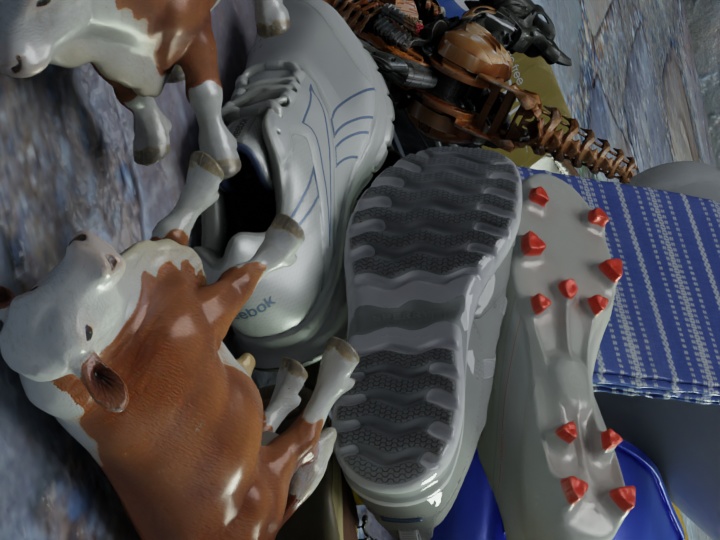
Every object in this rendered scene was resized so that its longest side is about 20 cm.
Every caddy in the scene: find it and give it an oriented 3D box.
[{"bbox_3d":[0.110,0.157,1.114,0.200,0.141,0.105,61,28,-49],"label":"caddy"}]

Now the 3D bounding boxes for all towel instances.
[{"bbox_3d":[0.132,0.009,1.018,0.024,0.199,0.145,121,-32,-44],"label":"towel"}]

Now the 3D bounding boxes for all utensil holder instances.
[{"bbox_3d":[0.220,0.059,1.137,0.200,0.170,0.170,47,-9,42],"label":"utensil holder"}]

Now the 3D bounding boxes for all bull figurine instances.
[{"bbox_3d":[-0.080,-0.110,0.753,0.200,0.065,0.122,-70,150,-52],"label":"bull figurine"},{"bbox_3d":[-0.066,0.036,0.707,0.121,0.065,0.201,-49,144,-27],"label":"bull figurine"}]

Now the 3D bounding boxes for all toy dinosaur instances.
[{"bbox_3d":[0.047,-0.097,1.009,0.200,0.102,0.136,51,21,6],"label":"toy dinosaur"}]

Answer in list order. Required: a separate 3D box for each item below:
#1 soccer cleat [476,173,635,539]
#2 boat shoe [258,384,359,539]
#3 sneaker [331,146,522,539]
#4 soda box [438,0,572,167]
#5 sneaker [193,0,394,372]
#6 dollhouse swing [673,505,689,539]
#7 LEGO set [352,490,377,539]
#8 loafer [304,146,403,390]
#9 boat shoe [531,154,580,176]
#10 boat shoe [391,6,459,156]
[{"bbox_3d":[0.082,0.046,0.909,0.069,0.078,0.201,17,54,-26],"label":"soccer cleat"},{"bbox_3d":[-0.025,0.146,0.795,0.068,0.072,0.201,55,27,-50],"label":"boat shoe"},{"bbox_3d":[0.026,0.029,0.862,0.082,0.074,0.201,81,22,-50],"label":"sneaker"},{"bbox_3d":[0.062,-0.154,1.199,0.064,0.068,0.201,37,-22,54],"label":"soda box"},{"bbox_3d":[-0.034,-0.056,0.889,0.087,0.074,0.201,53,30,-47],"label":"sneaker"},{"bbox_3d":[0.133,0.215,1.341,0.182,0.175,0.201,32,-30,52],"label":"dollhouse swing"},{"bbox_3d":[0.038,0.161,0.910,0.154,0.115,0.201,-80,155,-48],"label":"LEGO set"},{"bbox_3d":[0.000,0.000,0.971,0.200,0.076,0.068,-89,162,-63],"label":"loafer"},{"bbox_3d":[0.084,-0.108,1.334,0.075,0.075,0.203,56,0,45],"label":"boat shoe"},{"bbox_3d":[0.025,-0.127,1.115,0.072,0.071,0.201,-76,151,-53],"label":"boat shoe"}]
